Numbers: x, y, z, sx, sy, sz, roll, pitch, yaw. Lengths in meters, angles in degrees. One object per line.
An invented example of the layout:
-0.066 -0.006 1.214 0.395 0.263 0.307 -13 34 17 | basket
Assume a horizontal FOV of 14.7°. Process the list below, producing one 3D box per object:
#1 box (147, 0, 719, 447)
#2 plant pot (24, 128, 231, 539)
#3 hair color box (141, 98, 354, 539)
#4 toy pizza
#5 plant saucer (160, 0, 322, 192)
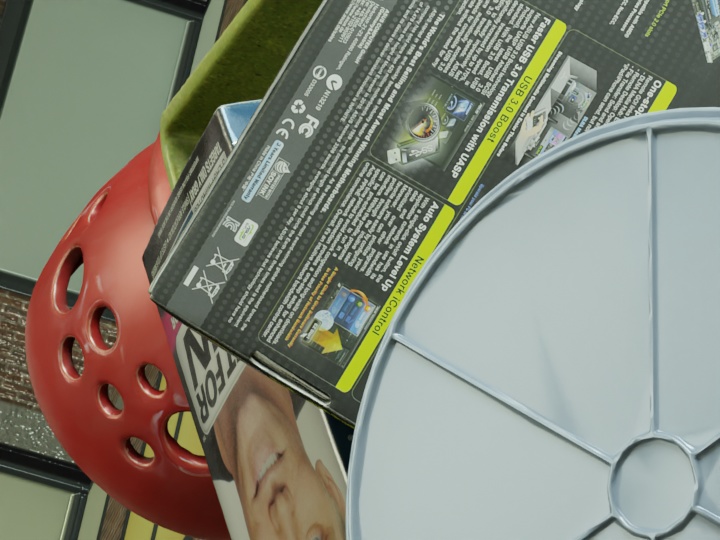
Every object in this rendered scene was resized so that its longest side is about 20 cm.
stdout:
0.057 -0.034 0.803 0.201 0.160 0.044 -59 -14 -3 | box
-0.046 0.008 1.395 0.183 0.200 0.201 -50 23 45 | plant pot
-0.004 0.054 0.879 0.201 0.060 0.100 70 153 24 | hair color box
0.083 0.058 0.724 0.199 0.032 0.201 -9 75 33 | toy pizza
0.000 0.000 0.983 0.200 0.048 0.201 -43 59 61 | plant saucer
